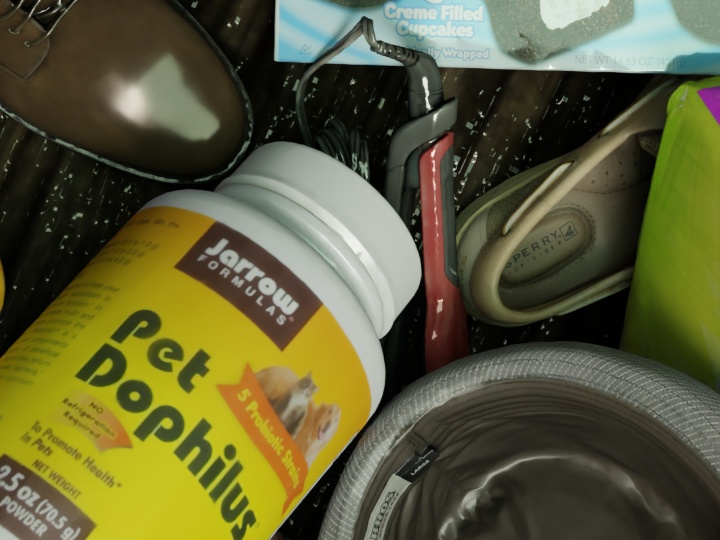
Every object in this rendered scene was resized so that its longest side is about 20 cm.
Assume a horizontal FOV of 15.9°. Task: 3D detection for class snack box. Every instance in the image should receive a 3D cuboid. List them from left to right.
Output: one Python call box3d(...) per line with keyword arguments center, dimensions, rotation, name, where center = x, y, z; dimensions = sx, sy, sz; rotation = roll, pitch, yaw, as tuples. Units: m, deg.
box3d(center=(0.069, -0.132, 0.952), dimensions=(0.199, 0.037, 0.117), rotation=(2, 97, 5), name="snack box")

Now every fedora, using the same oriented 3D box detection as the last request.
box3d(center=(0.079, 0.122, 0.892), dimensions=(0.200, 0.090, 0.177), rotation=(38, 88, 27), name="fedora")

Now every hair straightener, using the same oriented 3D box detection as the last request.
box3d(center=(0.000, 0.000, 0.960), dimensions=(0.077, 0.041, 0.201), rotation=(6, 118, 20), name="hair straightener")

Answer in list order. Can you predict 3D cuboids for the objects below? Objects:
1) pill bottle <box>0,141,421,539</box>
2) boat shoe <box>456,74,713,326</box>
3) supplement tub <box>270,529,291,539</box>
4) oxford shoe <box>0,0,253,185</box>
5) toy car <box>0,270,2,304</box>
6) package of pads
box3d(center=(-0.066, 0.049, 0.875), dimensions=(0.109, 0.109, 0.200), rotation=(48, 61, -13), name="pill bottle")
box3d(center=(0.126, -0.038, 0.988), dimensions=(0.200, 0.065, 0.071), rotation=(-35, 103, -5), name="boat shoe")
box3d(center=(-0.088, 0.142, 0.945), dimensions=(0.199, 0.107, 0.108), rotation=(0, 97, -11), name="supplement tub")
box3d(center=(-0.119, -0.096, 0.922), dimensions=(0.200, 0.084, 0.073), rotation=(37, 87, -15), name="oxford shoe")
box3d(center=(-0.228, -0.005, 0.877), dimensions=(0.199, 0.175, 0.150), rotation=(-16, 59, -8), name="toy car")
box3d(center=(0.151, 0.043, 0.922), dimensions=(0.068, 0.155, 0.201), rotation=(-12, 136, -17), name="package of pads")
